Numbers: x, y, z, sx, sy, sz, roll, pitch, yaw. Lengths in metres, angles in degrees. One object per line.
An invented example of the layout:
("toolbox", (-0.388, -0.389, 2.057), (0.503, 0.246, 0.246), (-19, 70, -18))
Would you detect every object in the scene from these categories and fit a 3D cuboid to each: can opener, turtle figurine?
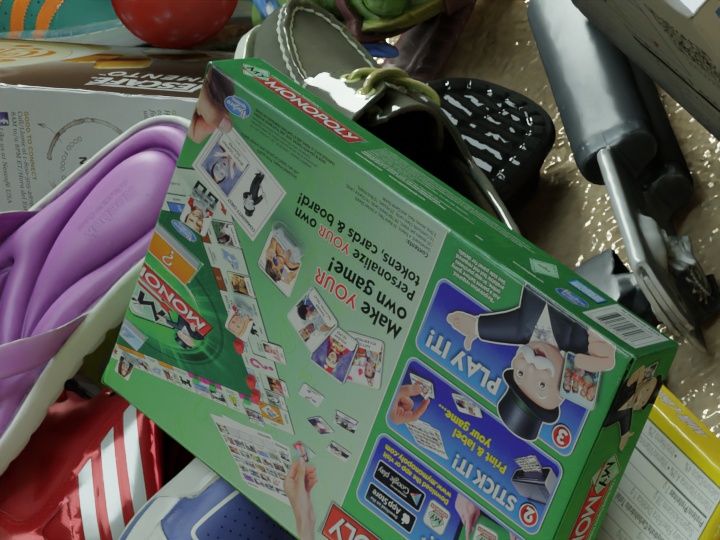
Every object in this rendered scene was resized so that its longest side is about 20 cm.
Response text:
("can opener", (0.088, -0.034, 1.129), (0.067, 0.053, 0.200), (-32, 37, 15))
("turtle figurine", (0.026, -0.185, 1.236), (0.194, 0.200, 0.144), (-23, -7, -4))

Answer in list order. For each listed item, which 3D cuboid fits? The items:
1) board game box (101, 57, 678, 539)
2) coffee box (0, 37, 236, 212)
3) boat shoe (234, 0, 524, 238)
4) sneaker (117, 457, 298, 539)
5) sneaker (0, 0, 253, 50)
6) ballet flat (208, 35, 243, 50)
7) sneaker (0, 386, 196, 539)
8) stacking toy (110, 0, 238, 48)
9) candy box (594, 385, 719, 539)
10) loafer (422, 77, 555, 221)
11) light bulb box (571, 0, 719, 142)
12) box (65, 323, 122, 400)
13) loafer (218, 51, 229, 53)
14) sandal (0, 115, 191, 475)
("board game box", (0.003, 0.032, 1.013), (0.200, 0.029, 0.135), (36, 119, 30))
("coffee box", (-0.117, -0.048, 1.222), (0.200, 0.080, 0.114), (6, 15, 25))
("boat shoe", (0.012, -0.037, 1.087), (0.060, 0.072, 0.202), (-56, 42, 31))
("sneaker", (-0.060, 0.176, 1.053), (0.115, 0.081, 0.199), (24, 79, 48))
("sneaker", (-0.133, -0.130, 1.335), (0.200, 0.071, 0.080), (-4, 92, 38))
("ballet flat", (-0.092, -0.135, 1.388), (0.200, 0.064, 0.076), (-8, 47, 39))
("sneaker", (-0.130, 0.067, 1.161), (0.116, 0.078, 0.200), (-34, 52, -8))
("stacking toy", (-0.102, -0.160, 1.257), (0.085, 0.085, 0.200), (-41, 42, 4))
("candy box", (0.067, 0.071, 1.040), (0.102, 0.026, 0.200), (-65, 34, 16))
("loafer", (0.000, 0.000, 1.163), (0.073, 0.071, 0.200), (35, 63, 27))
("light bulb box", (0.134, -0.129, 1.020), (0.125, 0.200, 0.198), (-43, 52, 1))
("box", (-0.145, 0.023, 1.275), (0.200, 0.075, 0.050), (16, 66, 51))
("loafer", (-0.136, -0.052, 1.332), (0.200, 0.076, 0.068), (-10, 85, 40))
("sandal", (-0.136, 0.012, 1.109), (0.203, 0.050, 0.082), (-47, 52, -5))
